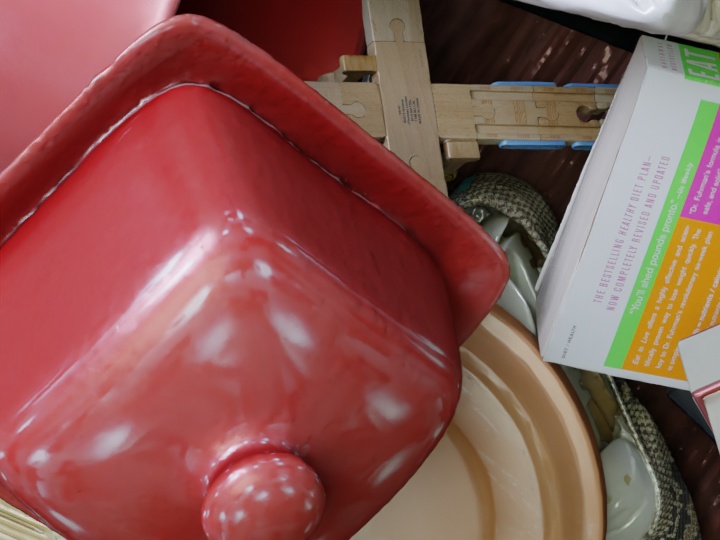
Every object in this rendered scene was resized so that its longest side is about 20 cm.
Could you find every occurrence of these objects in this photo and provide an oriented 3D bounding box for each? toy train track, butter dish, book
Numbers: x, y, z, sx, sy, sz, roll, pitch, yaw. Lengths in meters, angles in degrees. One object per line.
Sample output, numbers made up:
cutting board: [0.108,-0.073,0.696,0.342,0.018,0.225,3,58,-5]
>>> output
toy train track: [0.052,-0.058,1.142,0.199,0.033,0.115,0,73,-24]
butter dish: [-0.050,0.046,1.012,0.199,0.148,0.200,-45,126,11]
book: [0.183,-0.008,1.102,0.199,0.048,0.134,13,124,-10]

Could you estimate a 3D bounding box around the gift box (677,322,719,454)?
gift box: [0.229,0.101,1.046,0.184,0.187,0.200,-20,128,9]

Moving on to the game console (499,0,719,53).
game console: [0.163,-0.179,1.159,0.176,0.116,0.201,26,100,38]

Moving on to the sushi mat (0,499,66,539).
sushi mat: [-0.167,0.096,1.189,0.199,0.012,0.096,22,100,10]

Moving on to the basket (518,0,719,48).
basket: [0.098,-0.190,1.036,0.200,0.161,0.199,20,97,38]

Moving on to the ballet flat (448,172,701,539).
ballet flat: [0.080,0.055,1.168,0.068,0.075,0.201,-24,91,14]

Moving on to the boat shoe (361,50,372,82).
boat shoe: [0.000,0.000,1.184,0.057,0.067,0.201,0,99,7]

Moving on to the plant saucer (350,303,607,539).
plant saucer: [-0.002,0.097,1.133,0.199,0.032,0.201,1,98,8]

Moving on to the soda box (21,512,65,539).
soda box: [-0.078,0.107,1.210,0.200,0.063,0.068,40,103,5]

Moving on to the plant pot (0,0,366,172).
plant pot: [-0.113,-0.108,1.142,0.177,0.200,0.201,19,99,20]

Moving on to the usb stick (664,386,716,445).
usb stick: [0.209,0.096,1.167,0.200,0.033,0.055,45,101,4]
